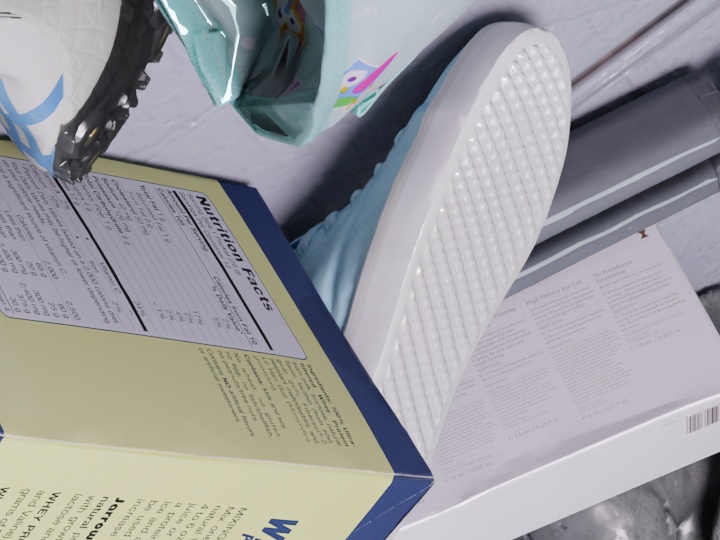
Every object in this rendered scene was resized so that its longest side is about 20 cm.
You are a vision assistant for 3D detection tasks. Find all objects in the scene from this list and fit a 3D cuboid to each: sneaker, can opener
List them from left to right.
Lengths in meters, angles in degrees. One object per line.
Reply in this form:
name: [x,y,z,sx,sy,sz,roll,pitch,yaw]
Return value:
sneaker: [-0.101,-0.084,0.813,0.072,0.072,0.200,-59,162,-12]
sneaker: [0.000,0.000,0.996,0.074,0.082,0.201,19,98,-57]
can opener: [0.122,-0.038,1.053,0.199,0.067,0.053,-22,147,-8]

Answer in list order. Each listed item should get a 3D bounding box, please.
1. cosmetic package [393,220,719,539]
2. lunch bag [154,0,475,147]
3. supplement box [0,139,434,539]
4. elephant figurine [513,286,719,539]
cosmetic package: [0.034,0.058,1.065,0.199,0.083,0.051,-22,151,-6]
lunch bag: [0.014,-0.144,0.736,0.170,0.122,0.201,-42,148,-21]
supplement box: [-0.126,0.075,0.919,0.199,0.135,0.200,9,129,-46]
elephant figurine: [0.152,0.078,1.169,0.199,0.142,0.155,-21,161,-6]
